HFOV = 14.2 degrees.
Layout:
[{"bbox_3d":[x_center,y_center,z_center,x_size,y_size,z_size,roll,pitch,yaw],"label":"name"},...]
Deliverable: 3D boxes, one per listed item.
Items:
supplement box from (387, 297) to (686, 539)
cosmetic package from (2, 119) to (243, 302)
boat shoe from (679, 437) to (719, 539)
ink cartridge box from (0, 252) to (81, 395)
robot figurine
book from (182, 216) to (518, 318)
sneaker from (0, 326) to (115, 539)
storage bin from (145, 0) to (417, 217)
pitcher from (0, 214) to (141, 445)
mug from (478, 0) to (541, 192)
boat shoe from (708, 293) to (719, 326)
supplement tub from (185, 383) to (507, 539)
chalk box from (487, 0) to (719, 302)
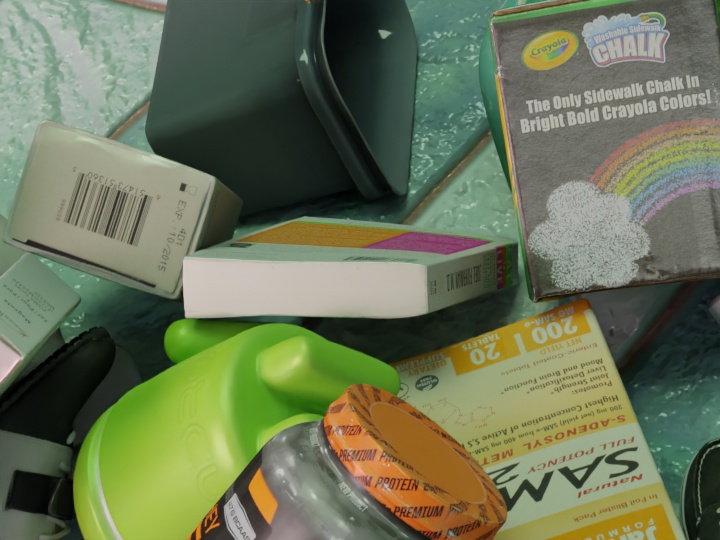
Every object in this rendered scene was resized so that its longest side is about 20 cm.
[{"bbox_3d":[0.088,0.115,1.462,0.126,0.074,0.200,-19,38,0],"label":"supplement box"},{"bbox_3d":[-0.129,-0.028,1.617,0.105,0.200,0.071,18,88,4],"label":"cosmetic package"},{"bbox_3d":[0.196,0.141,1.397,0.068,0.057,0.200,-16,38,3],"label":"boat shoe"},{"bbox_3d":[-0.239,0.098,1.481,0.200,0.044,0.174,-49,2,23],"label":"ink cartridge box"},{"bbox_3d":[-0.067,0.100,1.477,0.200,0.115,0.176,-29,54,40],"label":"robot figurine"},{"bbox_3d":[0.000,0.000,1.575,0.133,0.048,0.200,1,4,17],"label":"book"},{"bbox_3d":[-0.181,0.123,1.537,0.200,0.088,0.074,-51,2,-4],"label":"sneaker"},{"bbox_3d":[-0.056,-0.126,1.781,0.134,0.146,0.200,-18,36,17],"label":"storage bin"},{"bbox_3d":[-0.244,0.052,1.657,0.172,0.121,0.200,-41,53,-7],"label":"pitcher"},{"bbox_3d":[0.134,-0.119,1.699,0.185,0.115,0.152,22,53,40],"label":"mug"},{"bbox_3d":[0.281,-0.011,1.536,0.200,0.071,0.072,-33,4,18],"label":"boat shoe"},{"bbox_3d":[-0.030,0.157,1.353,0.200,0.122,0.123,-51,36,14],"label":"supplement tub"},{"bbox_3d":[0.136,-0.091,1.553,0.124,0.201,0.124,-8,0,4],"label":"chalk box"}]
